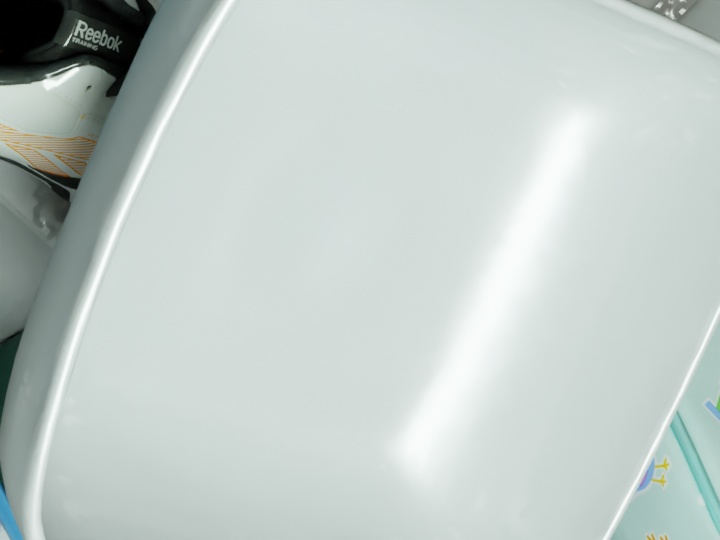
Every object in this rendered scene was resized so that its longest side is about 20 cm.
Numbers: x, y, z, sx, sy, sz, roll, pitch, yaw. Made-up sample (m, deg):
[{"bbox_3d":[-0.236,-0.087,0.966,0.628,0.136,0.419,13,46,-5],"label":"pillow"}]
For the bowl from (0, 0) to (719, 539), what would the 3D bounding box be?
[{"bbox_3d":[0.000,0.000,0.772,0.199,0.075,0.201,14,106,-36],"label":"bowl"}]

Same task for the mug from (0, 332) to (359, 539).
[{"bbox_3d":[-0.055,0.089,0.873,0.152,0.114,0.185,37,96,-28],"label":"mug"}]

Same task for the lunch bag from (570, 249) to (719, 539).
[{"bbox_3d":[0.151,0.038,0.893,0.199,0.161,0.077,-9,150,-34],"label":"lunch bag"}]

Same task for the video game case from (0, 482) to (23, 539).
[{"bbox_3d":[-0.190,0.052,0.801,0.143,0.018,0.201,-29,83,-7],"label":"video game case"}]

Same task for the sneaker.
[{"bbox_3d":[-0.069,-0.052,0.811,0.199,0.080,0.074,13,78,-27],"label":"sneaker"}]
